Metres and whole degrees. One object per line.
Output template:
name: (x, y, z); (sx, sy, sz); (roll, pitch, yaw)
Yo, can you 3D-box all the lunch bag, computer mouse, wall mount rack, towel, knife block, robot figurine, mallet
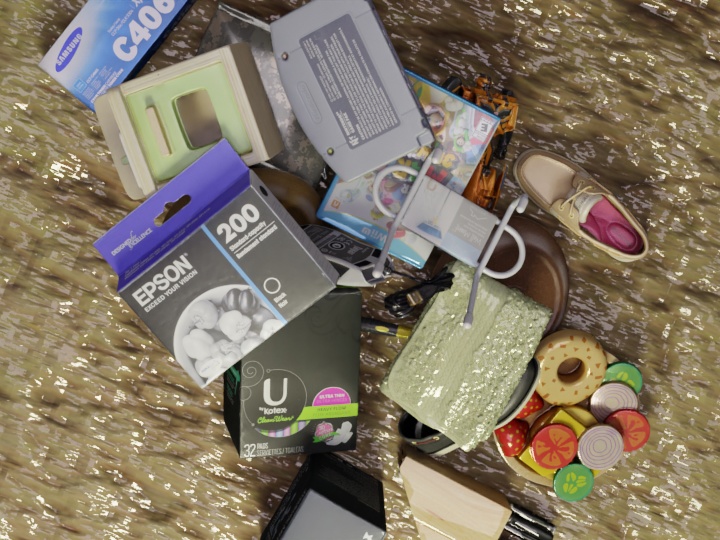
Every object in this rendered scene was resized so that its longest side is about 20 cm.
lunch bag: (-0.105, -0.206, 1.344); (0.199, 0.118, 0.165); (25, 98, 1)
computer mouse: (0.000, 0.000, 1.289); (0.199, 0.110, 0.044); (22, 123, 24)
wall mount rack: (0.096, -0.036, 1.255); (0.199, 0.075, 0.174); (29, 77, -7)
towel: (0.124, 0.099, 1.322); (0.148, 0.036, 0.201); (31, 103, 10)
knife block: (0.153, 0.302, 1.428); (0.175, 0.064, 0.201); (-17, 96, 1)
robot figurine: (0.132, -0.138, 1.359); (0.144, 0.058, 0.201); (4, 107, -40)
mallet: (0.056, 0.068, 1.418); (0.199, 0.041, 0.066); (18, 97, 1)

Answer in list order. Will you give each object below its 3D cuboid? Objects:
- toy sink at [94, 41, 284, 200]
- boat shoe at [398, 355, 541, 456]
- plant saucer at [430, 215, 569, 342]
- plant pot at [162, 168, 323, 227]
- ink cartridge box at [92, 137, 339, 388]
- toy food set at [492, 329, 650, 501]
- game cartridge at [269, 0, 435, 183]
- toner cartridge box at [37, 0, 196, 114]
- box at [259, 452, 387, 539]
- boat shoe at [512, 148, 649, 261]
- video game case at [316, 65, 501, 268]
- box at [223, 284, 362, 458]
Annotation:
toy sink: (-0.204, -0.159, 1.246); (0.199, 0.112, 0.131); (-16, 101, 10)
boat shoe: (0.133, 0.162, 1.374); (0.201, 0.074, 0.063); (-37, 133, 28)
plant saucer: (0.179, 0.035, 1.378); (0.199, 0.037, 0.202); (-6, 107, -20)
plant pot: (-0.138, -0.041, 1.338); (0.199, 0.200, 0.028); (-19, 52, 1)
ink cartridge box: (-0.160, -0.006, 1.212); (0.198, 0.043, 0.200); (-37, 102, 12)
toy food set: (0.265, 0.184, 1.410); (0.198, 0.049, 0.200); (37, 97, -14)
game cartridge: (-0.016, -0.208, 1.259); (0.133, 0.041, 0.201); (-24, 96, 11)
toner cartridge box: (-0.292, -0.297, 1.370); (0.095, 0.043, 0.200); (39, 95, -3)
box: (-0.050, 0.322, 1.360); (0.107, 0.200, 0.149); (30, 95, -4)
boat shoe: (0.279, -0.082, 1.385); (0.199, 0.069, 0.074); (34, 95, -4)
video game case: (0.054, -0.120, 1.303); (0.142, 0.018, 0.201); (26, 105, -6)
box: (-0.085, 0.106, 1.345); (0.148, 0.124, 0.201); (-2, 105, -17)
